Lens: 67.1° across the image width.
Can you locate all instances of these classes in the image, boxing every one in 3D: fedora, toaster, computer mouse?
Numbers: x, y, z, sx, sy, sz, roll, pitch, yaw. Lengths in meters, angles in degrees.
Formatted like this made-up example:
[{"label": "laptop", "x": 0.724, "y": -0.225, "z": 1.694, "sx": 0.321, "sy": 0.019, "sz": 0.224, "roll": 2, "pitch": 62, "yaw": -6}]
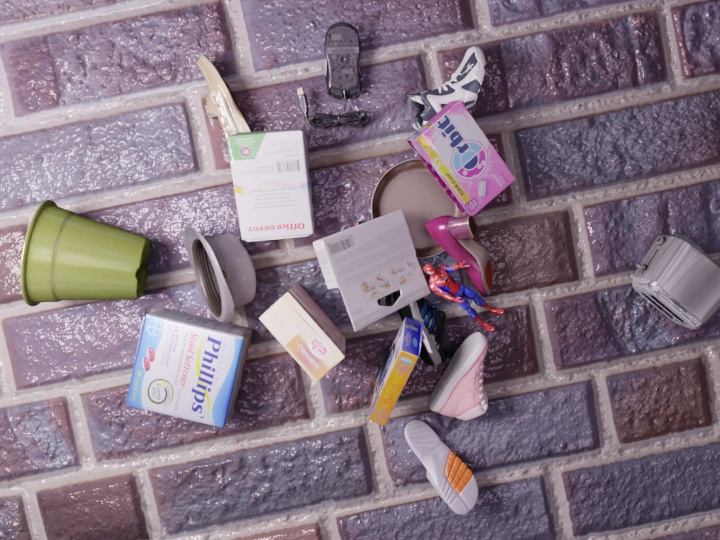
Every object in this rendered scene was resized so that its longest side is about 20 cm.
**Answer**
[{"label": "fedora", "x": -0.266, "y": -0.002, "z": 1.067, "sx": 0.090, "sy": 0.177, "sz": 0.202, "roll": -20, "pitch": 84, "yaw": -30}, {"label": "toaster", "x": 0.655, "y": 0.027, "z": 1.099, "sx": 0.199, "sy": 0.114, "sz": 0.130, "roll": 38, "pitch": 95, "yaw": -5}, {"label": "computer mouse", "x": -0.062, "y": -0.385, "z": 1.096, "sx": 0.139, "sy": 0.046, "sz": 0.202, "roll": -9, "pitch": 104, "yaw": -5}]

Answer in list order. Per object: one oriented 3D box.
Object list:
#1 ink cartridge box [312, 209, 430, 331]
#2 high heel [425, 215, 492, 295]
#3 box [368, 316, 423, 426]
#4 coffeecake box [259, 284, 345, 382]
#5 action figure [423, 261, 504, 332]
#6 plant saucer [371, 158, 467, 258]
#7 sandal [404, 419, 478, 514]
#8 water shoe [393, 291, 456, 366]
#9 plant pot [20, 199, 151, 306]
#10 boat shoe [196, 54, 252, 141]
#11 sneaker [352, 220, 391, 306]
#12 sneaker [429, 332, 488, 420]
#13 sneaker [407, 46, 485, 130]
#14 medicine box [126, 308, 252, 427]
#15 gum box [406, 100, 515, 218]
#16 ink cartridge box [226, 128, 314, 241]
[{"label": "ink cartridge box", "x": 0.025, "y": -0.003, "z": 1.034, "sx": 0.199, "sy": 0.045, "sz": 0.178, "roll": -23, "pitch": 97, "yaw": -33}, {"label": "high heel", "x": 0.206, "y": -0.029, "z": 1.104, "sx": 0.095, "sy": 0.068, "sz": 0.201, "roll": -2, "pitch": 125, "yaw": 34}, {"label": "box", "x": 0.071, "y": 0.186, "z": 1.051, "sx": 0.041, "sy": 0.119, "sz": 0.202, "roll": 19, "pitch": 116, "yaw": -1}, {"label": "coffeecake box", "x": -0.103, "y": 0.112, "z": 1.038, "sx": 0.073, "sy": 0.200, "sz": 0.154, "roll": -41, "pitch": 93, "yaw": 1}, {"label": "action figure", "x": 0.212, "y": 0.046, "z": 1.070, "sx": 0.199, "sy": 0.099, "sz": 0.066, "roll": 35, "pitch": 77, "yaw": -15}, {"label": "plant saucer", "x": 0.120, "y": -0.127, "z": 1.117, "sx": 0.198, "sy": 0.032, "sz": 0.203, "roll": 0, "pitch": 93, "yaw": -1}, {"label": "sandal", "x": 0.166, "y": 0.404, "z": 1.134, "sx": 0.079, "sy": 0.059, "sz": 0.207, "roll": -32, "pitch": 72, "yaw": -16}, {"label": "water shoe", "x": 0.132, "y": 0.094, "z": 1.119, "sx": 0.078, "sy": 0.071, "sz": 0.202, "roll": -25, "pitch": 97, "yaw": -22}, {"label": "plant pot", "x": -0.512, "y": -0.018, "z": 1.045, "sx": 0.188, "sy": 0.200, "sz": 0.203, "roll": 9, "pitch": 92, "yaw": -15}, {"label": "boat shoe", "x": -0.279, "y": -0.327, "z": 1.080, "sx": 0.064, "sy": 0.072, "sz": 0.201, "roll": -28, "pitch": 98, "yaw": -1}, {"label": "sneaker", "x": 0.000, "y": 0.000, "z": 1.101, "sx": 0.084, "sy": 0.077, "sz": 0.203, "roll": -15, "pitch": 78, "yaw": 38}, {"label": "sneaker", "x": 0.228, "y": 0.221, "z": 1.100, "sx": 0.104, "sy": 0.076, "sz": 0.202, "roll": 25, "pitch": 113, "yaw": -5}, {"label": "sneaker", "x": 0.163, "y": -0.358, "z": 1.082, "sx": 0.128, "sy": 0.080, "sz": 0.201, "roll": 15, "pitch": 102, "yaw": -10}, {"label": "medicine box", "x": -0.336, "y": 0.190, "z": 1.085, "sx": 0.198, "sy": 0.103, "sz": 0.184, "roll": 13, "pitch": 92, "yaw": -1}, {"label": "gum box", "x": 0.197, "y": -0.210, "z": 1.049, "sx": 0.113, "sy": 0.066, "sz": 0.200, "roll": -40, "pitch": 106, "yaw": 3}, {"label": "ink cartridge box", "x": -0.168, "y": -0.167, "z": 1.057, "sx": 0.143, "sy": 0.088, "sz": 0.202, "roll": -5, "pitch": 108, "yaw": 0}]
